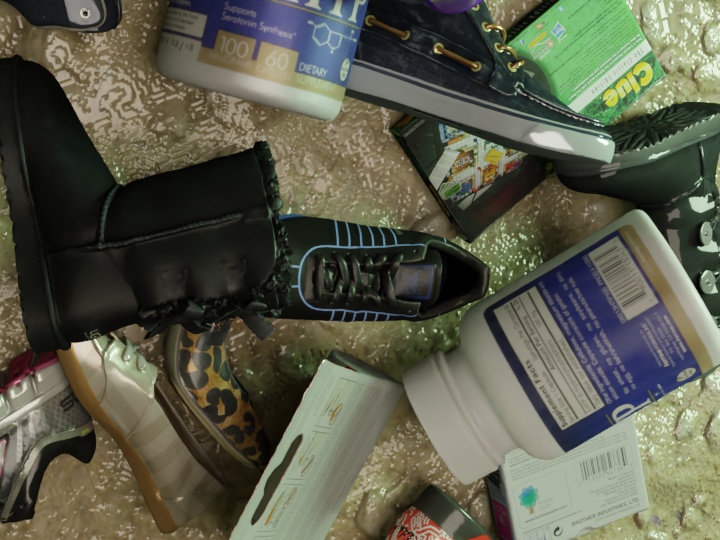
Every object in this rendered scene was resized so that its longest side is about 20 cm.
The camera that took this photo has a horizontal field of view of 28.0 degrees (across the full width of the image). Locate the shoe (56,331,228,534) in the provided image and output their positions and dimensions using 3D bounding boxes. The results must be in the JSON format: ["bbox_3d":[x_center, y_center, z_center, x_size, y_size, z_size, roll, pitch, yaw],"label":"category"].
[{"bbox_3d":[-0.146,0.084,0.949,0.053,0.070,0.201,-21,119,2],"label":"shoe"}]

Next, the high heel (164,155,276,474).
[{"bbox_3d":[-0.074,0.028,0.969,0.142,0.071,0.201,-36,108,-11],"label":"high heel"}]

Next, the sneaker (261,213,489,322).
[{"bbox_3d":[0.000,0.000,0.959,0.199,0.078,0.071,-4,99,-43],"label":"sneaker"}]

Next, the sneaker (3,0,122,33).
[{"bbox_3d":[-0.142,-0.225,0.855,0.201,0.077,0.147,-18,104,10],"label":"sneaker"}]

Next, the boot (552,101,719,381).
[{"bbox_3d":[0.217,-0.009,1.076,0.164,0.066,0.201,-18,113,-31],"label":"boot"}]

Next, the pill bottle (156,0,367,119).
[{"bbox_3d":[-0.047,-0.204,0.894,0.119,0.120,0.201,12,97,-25],"label":"pill bottle"}]

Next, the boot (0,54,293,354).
[{"bbox_3d":[-0.130,-0.047,0.877,0.161,0.073,0.200,-11,76,-4],"label":"boot"}]

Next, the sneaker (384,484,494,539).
[{"bbox_3d":[0.084,0.262,1.092,0.108,0.067,0.201,-47,111,-6],"label":"sneaker"}]

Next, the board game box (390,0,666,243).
[{"bbox_3d":[0.124,-0.122,1.047,0.200,0.023,0.105,-40,113,-11],"label":"board game box"}]

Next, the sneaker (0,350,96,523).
[{"bbox_3d":[-0.250,0.137,0.914,0.200,0.074,0.088,-37,107,-17],"label":"sneaker"}]

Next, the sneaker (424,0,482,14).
[{"bbox_3d":[0.078,-0.215,0.931,0.069,0.201,0.100,-13,134,19],"label":"sneaker"}]

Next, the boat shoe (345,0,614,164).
[{"bbox_3d":[0.084,-0.137,0.969,0.199,0.071,0.091,18,91,1],"label":"boat shoe"}]

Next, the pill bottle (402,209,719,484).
[{"bbox_3d":[0.135,0.058,0.986,0.199,0.120,0.120,-31,113,8],"label":"pill bottle"}]

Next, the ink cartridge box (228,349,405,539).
[{"bbox_3d":[-0.048,0.129,0.947,0.163,0.050,0.200,-62,160,-1],"label":"ink cartridge box"}]

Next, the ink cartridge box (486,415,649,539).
[{"bbox_3d":[0.146,0.105,1.095,0.119,0.042,0.201,-17,107,-19],"label":"ink cartridge box"}]
